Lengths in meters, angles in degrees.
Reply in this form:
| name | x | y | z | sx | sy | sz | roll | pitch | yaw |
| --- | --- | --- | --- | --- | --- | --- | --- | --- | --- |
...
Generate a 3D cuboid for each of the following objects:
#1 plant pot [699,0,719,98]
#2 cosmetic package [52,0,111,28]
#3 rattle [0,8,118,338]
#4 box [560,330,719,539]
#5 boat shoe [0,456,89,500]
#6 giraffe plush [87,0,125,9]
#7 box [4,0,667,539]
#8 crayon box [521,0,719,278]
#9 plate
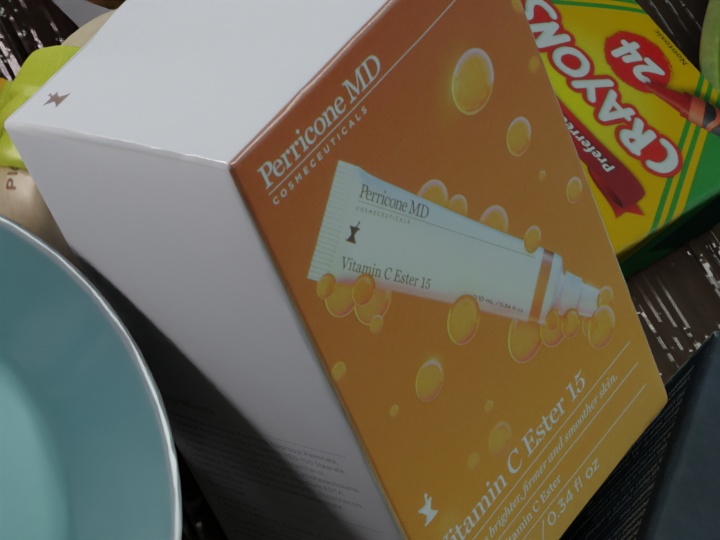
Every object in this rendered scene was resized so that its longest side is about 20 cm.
| name | x | y | z | sx | sy | sz | roll | pitch | yaw |
| --- | --- | --- | --- | --- | --- | --- | --- | --- | --- |
| plant pot | 0.251 | -0.128 | 1.051 | 0.199 | 0.201 | 0.185 | 29 | 35 | -6 |
| cosmetic package | -0.047 | -0.168 | 0.971 | 0.113 | 0.081 | 0.200 | 44 | 45 | 8 |
| rattle | -0.077 | -0.018 | 0.841 | 0.199 | 0.142 | 0.131 | -4 | 80 | -55 |
| box | 0.129 | 0.149 | 0.800 | 0.148 | 0.107 | 0.201 | 32 | 45 | -4 |
| boat shoe | -0.159 | 0.016 | 0.770 | 0.200 | 0.068 | 0.072 | 40 | 47 | 7 |
| giraffe plush | -0.027 | -0.194 | 0.830 | 0.171 | 0.162 | 0.201 | -6 | 57 | -32 |
| box | 0.000 | 0.000 | 0.758 | 0.097 | 0.201 | 0.124 | 13 | 49 | 42 |
| crayon box | 0.055 | -0.043 | 0.950 | 0.199 | 0.051 | 0.127 | -30 | 74 | -41 |
| plate | -0.151 | 0.073 | 0.710 | 0.198 | 0.026 | 0.202 | 1 | 79 | -6 |
